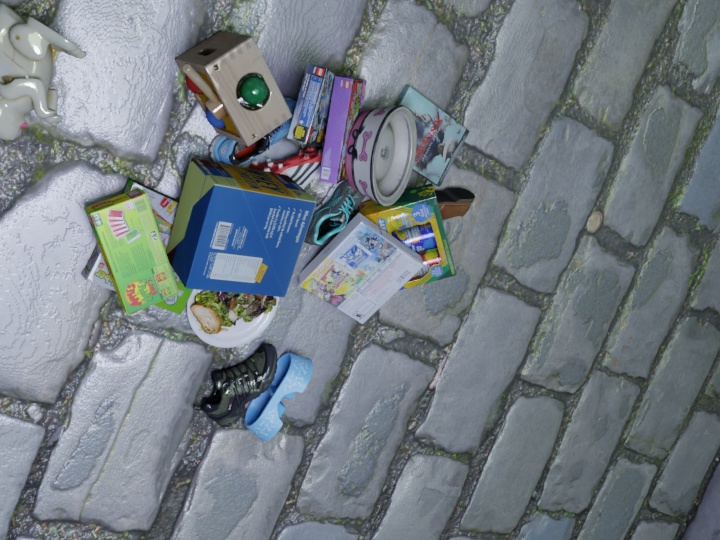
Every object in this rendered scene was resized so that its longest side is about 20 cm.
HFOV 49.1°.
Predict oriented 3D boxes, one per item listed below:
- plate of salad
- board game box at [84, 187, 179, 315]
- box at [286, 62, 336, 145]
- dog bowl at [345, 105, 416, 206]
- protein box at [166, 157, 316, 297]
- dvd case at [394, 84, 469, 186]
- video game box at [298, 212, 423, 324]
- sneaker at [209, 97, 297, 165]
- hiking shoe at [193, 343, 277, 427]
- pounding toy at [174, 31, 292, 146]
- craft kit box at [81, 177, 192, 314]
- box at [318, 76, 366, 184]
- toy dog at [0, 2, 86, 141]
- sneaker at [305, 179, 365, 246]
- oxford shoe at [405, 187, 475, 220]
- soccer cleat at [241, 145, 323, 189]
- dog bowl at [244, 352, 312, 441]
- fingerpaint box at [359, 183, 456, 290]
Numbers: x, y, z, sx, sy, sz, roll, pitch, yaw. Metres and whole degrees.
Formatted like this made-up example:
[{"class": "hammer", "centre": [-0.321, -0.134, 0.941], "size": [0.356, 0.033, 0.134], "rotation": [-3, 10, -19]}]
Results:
[{"class": "plate of salad", "centre": [-0.250, 0.065, 1.585], "size": [0.199, 0.048, 0.201], "rotation": [-11, 112, -29]}, {"class": "board game box", "centre": [-0.402, -0.033, 1.399], "size": [0.101, 0.048, 0.201], "rotation": [-24, 118, -23]}, {"class": "box", "centre": [-0.084, -0.306, 1.474], "size": [0.040, 0.200, 0.138], "rotation": [18, 100, 3]}, {"class": "dog bowl", "centre": [0.039, -0.234, 1.576], "size": [0.200, 0.073, 0.201], "rotation": [-42, 140, -49]}, {"class": "protein box", "centre": [-0.219, -0.074, 1.430], "size": [0.199, 0.135, 0.199], "rotation": [6, 113, -34]}, {"class": "dvd case", "centre": [0.137, -0.290, 1.720], "size": [0.200, 0.022, 0.146], "rotation": [28, 91, -37]}, {"class": "video game box", "centre": [0.000, 0.000, 1.660], "size": [0.182, 0.047, 0.200], "rotation": [32, 115, -30]}, {"class": "sneaker", "centre": [-0.182, -0.252, 1.484], "size": [0.200, 0.090, 0.079], "rotation": [-40, 124, -18]}, {"class": "hiking shoe", "centre": [-0.253, 0.227, 1.624], "size": [0.101, 0.076, 0.200], "rotation": [39, 85, -39]}, {"class": "pounding toy", "centre": [-0.234, -0.315, 1.360], "size": [0.142, 0.200, 0.185], "rotation": [-37, 123, -15]}, {"class": "craft kit box", "centre": [-0.381, -0.041, 1.465], "size": [0.199, 0.048, 0.198], "rotation": [24, 96, -36]}, {"class": "box", "centre": [-0.034, -0.277, 1.550], "size": [0.039, 0.137, 0.201], "rotation": [12, 105, 8]}, {"class": "toy dog", "centre": [-0.544, -0.294, 1.211], "size": [0.193, 0.139, 0.201], "rotation": [28, 91, -23]}, {"class": "sneaker", "centre": [-0.047, -0.116, 1.621], "size": [0.200, 0.091, 0.078], "rotation": [-44, 126, -12]}, {"class": "oxford shoe", "centre": [0.164, -0.142, 1.765], "size": [0.199, 0.071, 0.072], "rotation": [0, 126, -27]}, {"class": "soccer cleat", "centre": [-0.151, -0.182, 1.547], "size": [0.199, 0.069, 0.086], "rotation": [-23, 127, -24]}, {"class": "dog bowl", "centre": [-0.177, 0.263, 1.670], "size": [0.049, 0.111, 0.201], "rotation": [33, 88, -23]}, {"class": "fingerpaint box", "centre": [0.103, -0.066, 1.704], "size": [0.166, 0.073, 0.201], "rotation": [-14, 119, 6]}]
